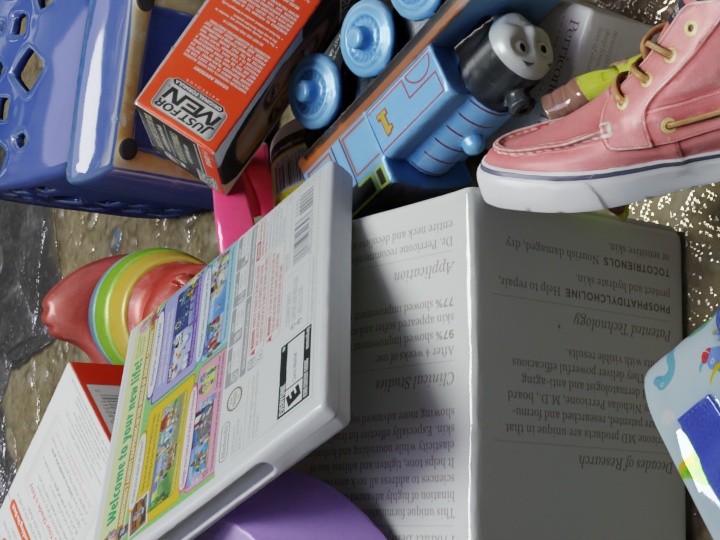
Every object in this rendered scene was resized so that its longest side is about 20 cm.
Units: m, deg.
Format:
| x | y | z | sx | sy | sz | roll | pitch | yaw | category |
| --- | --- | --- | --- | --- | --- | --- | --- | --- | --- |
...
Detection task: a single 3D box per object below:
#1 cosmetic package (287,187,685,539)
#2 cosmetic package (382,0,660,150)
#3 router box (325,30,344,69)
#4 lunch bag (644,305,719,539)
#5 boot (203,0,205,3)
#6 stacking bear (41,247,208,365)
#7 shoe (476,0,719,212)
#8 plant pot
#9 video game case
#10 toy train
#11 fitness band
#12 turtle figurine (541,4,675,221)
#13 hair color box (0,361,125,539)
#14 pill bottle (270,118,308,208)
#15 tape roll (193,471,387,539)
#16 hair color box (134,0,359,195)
| x | y | z | sx | sy | sz | roll | pitch | yaw | category |
| --- | --- | --- | --- | --- | --- | --- | --- | --- | --- |
| 0.068 | 0.075 | 0.833 | 0.167 | 0.166 | 0.201 | -11 | 75 | 51 | cosmetic package |
| 0.088 | -0.131 | 0.919 | 0.200 | 0.074 | 0.102 | 32 | 110 | 51 | cosmetic package |
| 0.002 | -0.230 | 1.051 | 0.150 | 0.062 | 0.201 | 49 | 121 | 42 | router box |
| 0.219 | 0.105 | 0.639 | 0.083 | 0.160 | 0.201 | -49 | 48 | 35 | lunch bag |
| -0.059 | -0.263 | 1.036 | 0.131 | 0.067 | 0.201 | 37 | 112 | 54 | boot |
| -0.149 | 0.037 | 1.131 | 0.114 | 0.122 | 0.200 | -44 | 17 | -21 | stacking bear |
| 0.147 | -0.088 | 0.700 | 0.199 | 0.072 | 0.091 | -8 | 112 | 18 | shoe |
| -0.181 | -0.142 | 1.169 | 0.179 | 0.199 | 0.201 | 8 | 90 | 46 | plant pot |
| -0.072 | 0.054 | 0.797 | 0.182 | 0.022 | 0.200 | -39 | 30 | 27 | video game case |
| 0.037 | -0.106 | 0.861 | 0.200 | 0.086 | 0.115 | -42 | 63 | 40 | toy train |
| -0.071 | -0.004 | 1.030 | 0.200 | 0.037 | 0.144 | 74 | -170 | -73 | fitness band |
| 0.180 | -0.098 | 0.761 | 0.161 | 0.064 | 0.201 | -38 | 69 | 24 | turtle figurine |
| -0.175 | 0.169 | 0.924 | 0.111 | 0.064 | 0.200 | 53 | 123 | 41 | hair color box |
| 0.000 | 0.000 | 0.977 | 0.109 | 0.109 | 0.201 | -23 | 66 | 48 | pill bottle |
| -0.041 | 0.212 | 0.787 | 0.200 | 0.065 | 0.201 | 22 | 120 | 45 | tape roll |
| -0.055 | -0.153 | 0.915 | 0.200 | 0.061 | 0.102 | -56 | -5 | -10 | hair color box |
